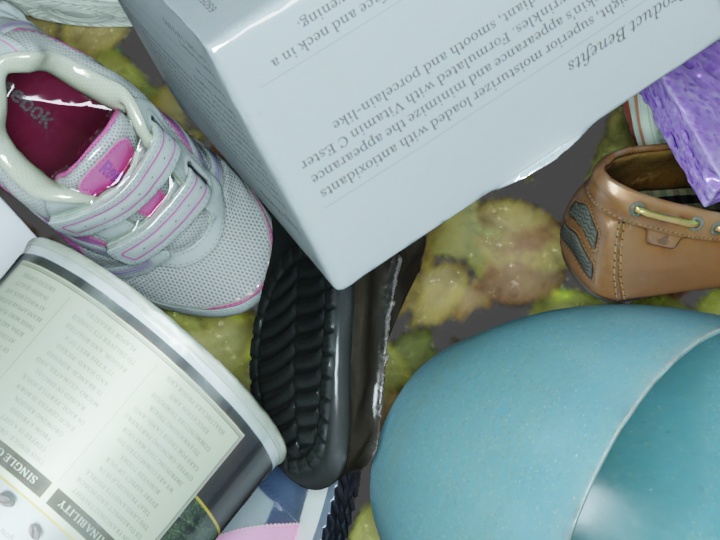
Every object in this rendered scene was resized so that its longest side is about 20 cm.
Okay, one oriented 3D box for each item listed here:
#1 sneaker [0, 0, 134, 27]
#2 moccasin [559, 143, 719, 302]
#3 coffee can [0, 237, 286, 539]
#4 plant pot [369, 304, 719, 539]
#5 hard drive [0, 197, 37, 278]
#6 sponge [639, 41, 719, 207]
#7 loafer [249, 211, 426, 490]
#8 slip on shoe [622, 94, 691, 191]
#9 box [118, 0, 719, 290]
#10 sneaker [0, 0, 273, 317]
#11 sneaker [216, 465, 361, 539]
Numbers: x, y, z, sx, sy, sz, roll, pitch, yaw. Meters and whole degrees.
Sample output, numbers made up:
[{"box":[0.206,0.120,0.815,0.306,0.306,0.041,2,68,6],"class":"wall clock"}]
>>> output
[{"box":[-0.163,-0.165,1.160,0.199,0.075,0.085,11,82,-7],"class":"sneaker"},{"box":[0.184,-0.039,1.151,0.200,0.074,0.078,-4,134,-22],"class":"moccasin"},{"box":[-0.148,0.108,1.081,0.146,0.146,0.200,40,76,-2],"class":"coffee can"},{"box":[0.083,0.099,1.131,0.134,0.200,0.201,20,89,33],"class":"plant pot"},{"box":[-0.246,0.013,1.126,0.200,0.027,0.132,-39,80,-28],"class":"hard drive"},{"box":[0.206,-0.109,1.142,0.199,0.030,0.112,-21,69,-25],"class":"sponge"},{"box":[0.000,0.000,1.147,0.071,0.073,0.201,13,71,-31],"class":"loafer"},{"box":[0.132,-0.119,1.183,0.074,0.061,0.201,-27,105,-26],"class":"slip on shoe"},{"box":[0.010,-0.129,1.059,0.198,0.200,0.131,-33,125,-7],"class":"box"},{"box":[-0.112,-0.040,1.141,0.200,0.088,0.082,35,89,-23],"class":"sneaker"},{"box":[-0.066,0.153,1.147,0.082,0.070,0.201,15,59,13],"class":"sneaker"}]
